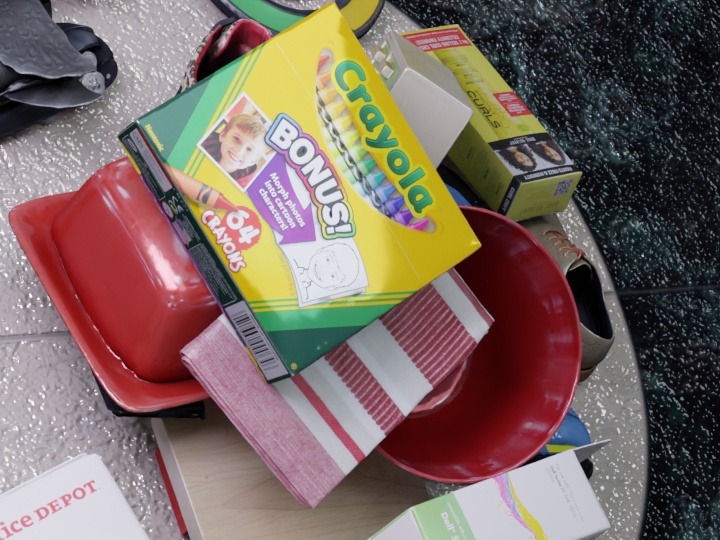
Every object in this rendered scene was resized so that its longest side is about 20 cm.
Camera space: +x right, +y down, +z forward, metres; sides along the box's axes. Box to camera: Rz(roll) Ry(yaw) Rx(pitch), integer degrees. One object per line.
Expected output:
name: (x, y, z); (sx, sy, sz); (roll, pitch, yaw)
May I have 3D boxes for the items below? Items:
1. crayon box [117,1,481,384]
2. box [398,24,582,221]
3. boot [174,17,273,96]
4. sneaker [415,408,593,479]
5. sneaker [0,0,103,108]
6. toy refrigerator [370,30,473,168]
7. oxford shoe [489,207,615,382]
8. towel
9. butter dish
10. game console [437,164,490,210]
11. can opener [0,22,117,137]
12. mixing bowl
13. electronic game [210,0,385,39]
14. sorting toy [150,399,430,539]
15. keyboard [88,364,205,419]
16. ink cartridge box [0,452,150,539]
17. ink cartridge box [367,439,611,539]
crayon box: (-0.041, -0.054, 1.495); (0.172, 0.058, 0.201); (-34, 95, -23)
box: (0.104, -0.129, 1.885); (0.075, 0.050, 0.200); (-11, 50, -34)
boot: (-0.104, -0.143, 1.739); (0.073, 0.151, 0.200); (37, 50, 3)
sneaker: (0.096, 0.125, 1.760); (0.198, 0.066, 0.079); (12, 45, -25)
sneaker: (-0.282, -0.185, 1.673); (0.103, 0.060, 0.200); (-20, 47, -19)
toy refrigerator: (0.032, -0.130, 1.718); (0.070, 0.076, 0.200); (33, 11, -9)
oxford shoe: (0.172, -0.009, 1.873); (0.070, 0.075, 0.201); (-9, 67, -34)
towel: (-0.014, 0.049, 1.535); (0.200, 0.023, 0.144); (-43, 101, -22)
butter dish: (-0.118, -0.022, 1.566); (0.198, 0.148, 0.201); (-10, 55, -39)
game console: (0.035, -0.083, 1.784); (0.199, 0.031, 0.177); (30, 17, -31)
can opener: (-0.272, -0.135, 1.708); (0.200, 0.078, 0.064); (-36, 122, -37)
mixing bowl: (0.054, 0.056, 1.632); (0.198, 0.108, 0.202); (1, 87, -22)
electronic game: (-0.066, -0.279, 1.918); (0.198, 0.042, 0.202); (15, 56, -23)
sorting toy: (-0.048, 0.189, 1.627); (0.199, 0.070, 0.200); (-7, 66, -34)
keyboard: (-0.162, 0.032, 1.625); (0.103, 0.040, 0.201); (2, 38, -29)
ink cartridge box: (-0.198, 0.248, 1.493); (0.146, 0.083, 0.201); (-26, 78, -38)
ink cartridge box: (0.098, 0.194, 1.589); (0.199, 0.117, 0.068); (-16, 72, -36)
